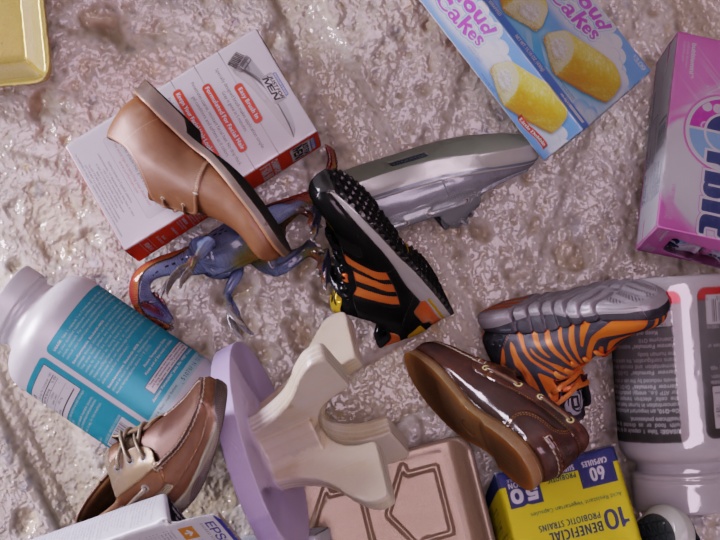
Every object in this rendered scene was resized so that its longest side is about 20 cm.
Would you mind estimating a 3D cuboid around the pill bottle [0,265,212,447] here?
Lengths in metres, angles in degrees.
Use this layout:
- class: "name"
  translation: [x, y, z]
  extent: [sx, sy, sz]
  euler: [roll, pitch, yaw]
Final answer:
- class: "pill bottle"
  translation: [-0.226, 0.080, 1.119]
  extent: [0.199, 0.111, 0.112]
  euler: [35, 86, -1]

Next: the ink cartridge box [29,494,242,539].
- class: "ink cartridge box"
  translation: [-0.147, 0.267, 1.048]
  extent: [0.198, 0.041, 0.201]
  euler: [-19, 124, 20]

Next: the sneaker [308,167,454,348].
- class: "sneaker"
  translation: [0.000, 0.000, 1.112]
  extent: [0.090, 0.070, 0.200]
  euler: [-35, 131, 11]

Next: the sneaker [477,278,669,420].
- class: "sneaker"
  translation: [0.193, 0.074, 1.117]
  extent: [0.077, 0.199, 0.114]
  euler: [-20, 96, -37]

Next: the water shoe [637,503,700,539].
- class: "water shoe"
  translation: [0.282, 0.265, 1.119]
  extent: [0.078, 0.202, 0.072]
  euler: [-15, 43, -11]

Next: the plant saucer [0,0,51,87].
- class: "plant saucer"
  translation: [-0.380, -0.255, 1.158]
  extent: [0.197, 0.048, 0.203]
  euler: [-6, 87, -3]

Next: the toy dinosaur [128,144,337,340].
- class: "toy dinosaur"
  translation: [-0.116, -0.010, 1.164]
  extent: [0.179, 0.201, 0.106]
  euler: [-4, 128, 18]

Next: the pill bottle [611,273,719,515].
- class: "pill bottle"
  translation: [0.280, 0.107, 1.139]
  extent: [0.112, 0.114, 0.203]
  euler: [-3, 88, -3]

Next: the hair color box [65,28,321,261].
- class: "hair color box"
  translation: [-0.146, -0.110, 1.151]
  extent: [0.198, 0.064, 0.112]
  euler: [-32, 82, -2]

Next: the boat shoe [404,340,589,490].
- class: "boat shoe"
  translation: [0.115, 0.115, 1.113]
  extent: [0.070, 0.200, 0.071]
  euler: [-32, 131, -17]

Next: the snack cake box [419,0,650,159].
- class: "snack cake box"
  translation: [0.151, -0.216, 1.150]
  extent: [0.115, 0.067, 0.201]
  euler: [-39, 90, -32]

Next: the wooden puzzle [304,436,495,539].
- class: "wooden puzzle"
  translation: [0.024, 0.261, 1.158]
  extent: [0.197, 0.046, 0.188]
  euler: [-14, 88, 1]

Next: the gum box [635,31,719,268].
- class: "gum box"
  translation: [0.317, -0.100, 1.151]
  extent: [0.112, 0.066, 0.203]
  euler: [11, 72, -2]

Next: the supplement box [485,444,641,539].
- class: "supplement box"
  translation: [0.186, 0.268, 1.104]
  extent: [0.107, 0.110, 0.203]
  euler: [-13, 71, -4]

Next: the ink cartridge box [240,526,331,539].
- class: "ink cartridge box"
  translation: [-0.105, 0.336, 1.135]
  extent: [0.197, 0.043, 0.200]
  euler: [-10, 88, 22]

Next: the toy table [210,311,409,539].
- class: "toy table"
  translation: [-0.044, 0.129, 1.081]
  extent: [0.116, 0.184, 0.202]
  euler: [-24, 62, 11]

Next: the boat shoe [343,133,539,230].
- class: "boat shoe"
  translation: [0.070, -0.073, 1.168]
  extent: [0.198, 0.070, 0.072]
  euler: [-15, 112, -8]

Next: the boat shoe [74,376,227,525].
- class: "boat shoe"
  translation: [-0.170, 0.159, 1.032]
  extent: [0.071, 0.076, 0.201]
  euler: [25, 118, -18]

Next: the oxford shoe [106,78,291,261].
- class: "oxford shoe"
  translation: [-0.136, -0.069, 1.082]
  extent: [0.071, 0.071, 0.200]
  euler: [-46, 71, 0]
